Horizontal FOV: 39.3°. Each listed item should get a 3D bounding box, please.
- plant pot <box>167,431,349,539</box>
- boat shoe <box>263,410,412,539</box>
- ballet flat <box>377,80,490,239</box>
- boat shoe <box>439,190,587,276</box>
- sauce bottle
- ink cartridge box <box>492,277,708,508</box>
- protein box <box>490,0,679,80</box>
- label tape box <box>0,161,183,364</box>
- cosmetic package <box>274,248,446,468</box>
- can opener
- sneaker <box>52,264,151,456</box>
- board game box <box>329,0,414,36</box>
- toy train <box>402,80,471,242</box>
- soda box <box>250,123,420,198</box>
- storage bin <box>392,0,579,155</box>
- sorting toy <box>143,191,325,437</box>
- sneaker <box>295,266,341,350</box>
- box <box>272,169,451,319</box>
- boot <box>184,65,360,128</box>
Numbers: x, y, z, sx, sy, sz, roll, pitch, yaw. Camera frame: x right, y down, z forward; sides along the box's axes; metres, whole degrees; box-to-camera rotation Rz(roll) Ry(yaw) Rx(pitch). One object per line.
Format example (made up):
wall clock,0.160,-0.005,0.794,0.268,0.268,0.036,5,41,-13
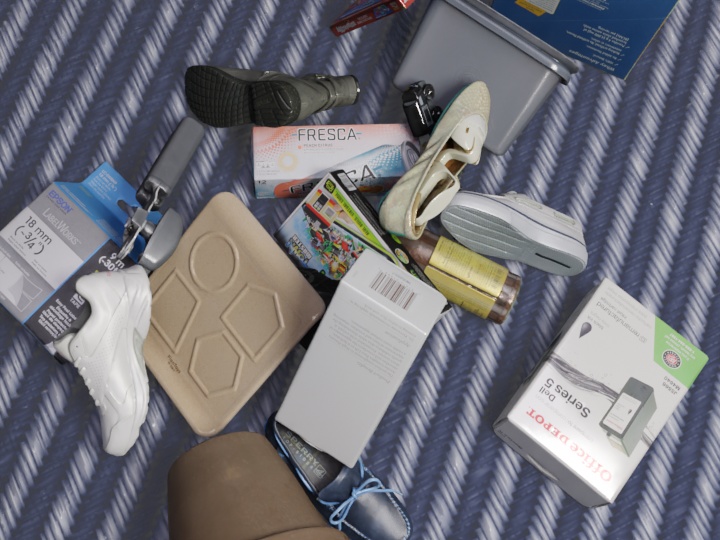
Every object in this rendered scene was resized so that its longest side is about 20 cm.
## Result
plant pot,-0.116,0.263,1.009,0.197,0.201,0.176,-19,59,-10
boat shoe,-0.029,0.229,1.073,0.198,0.069,0.085,35,74,6
ballet flat,0.097,-0.116,1.105,0.062,0.067,0.201,30,81,39
boat shoe,0.175,-0.054,1.161,0.198,0.073,0.068,24,53,-26
sauce bottle,0.086,-0.009,1.154,0.198,0.065,0.065,28,73,3
ink cartridge box,0.263,0.137,1.115,0.145,0.084,0.201,37,74,7
protein box,0.278,-0.365,1.200,0.196,0.200,0.137,23,73,3
label tape box,-0.314,-0.020,1.126,0.144,0.063,0.200,41,75,7
cosmetic package,-0.002,0.091,1.015,0.101,0.202,0.074,32,36,6
can opener,-0.214,-0.083,1.131,0.066,0.053,0.202,34,50,-16
sneaker,-0.274,0.095,1.062,0.098,0.078,0.204,0,94,-24
board game box,0.038,-0.327,1.179,0.103,0.199,0.020,-45,109,-15
toy train,0.094,-0.118,1.159,0.046,0.034,0.203,-37,110,-42
soda box,-0.029,-0.127,1.180,0.196,0.064,0.070,-2,74,-4
storage bin,0.138,-0.235,1.198,0.199,0.145,0.135,35,101,6
sorting toy,-0.152,0.047,1.094,0.200,0.036,0.186,-46,70,13
sneaker,-0.019,0.053,1.096,0.197,0.092,0.076,9,26,31
box,0.000,0.000,1.127,0.110,0.035,0.201,-45,78,28
boot,-0.105,-0.208,1.191,0.198,0.069,0.130,17,25,37
